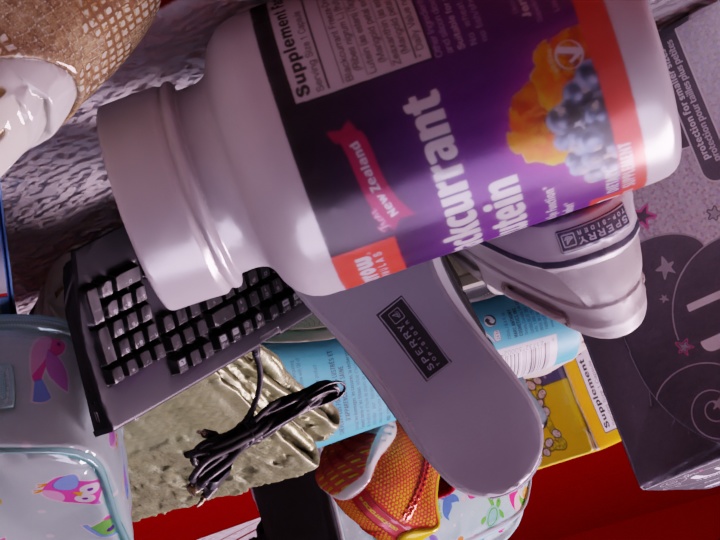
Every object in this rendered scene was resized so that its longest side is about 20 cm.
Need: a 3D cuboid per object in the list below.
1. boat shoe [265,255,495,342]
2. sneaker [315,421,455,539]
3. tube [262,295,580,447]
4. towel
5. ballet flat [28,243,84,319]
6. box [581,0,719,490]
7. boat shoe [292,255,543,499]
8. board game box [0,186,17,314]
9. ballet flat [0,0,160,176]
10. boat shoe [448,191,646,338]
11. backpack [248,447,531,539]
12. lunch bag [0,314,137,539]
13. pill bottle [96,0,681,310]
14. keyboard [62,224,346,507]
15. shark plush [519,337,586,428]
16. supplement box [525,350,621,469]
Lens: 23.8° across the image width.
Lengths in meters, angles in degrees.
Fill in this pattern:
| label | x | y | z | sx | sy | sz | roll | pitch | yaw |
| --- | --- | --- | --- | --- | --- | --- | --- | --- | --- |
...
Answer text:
| label | x | y | z | sx | sy | sz | roll | pitch | yaw |
| --- | --- | --- | --- | --- | --- | --- | --- | --- | --- |
| boat shoe | 0.000 | 0.000 | 0.878 | 0.199 | 0.072 | 0.068 | -11 | 170 | 0 |
| sneaker | 0.025 | 0.093 | 0.994 | 0.073 | 0.077 | 0.200 | -35 | -164 | 28 |
| tube | 0.017 | 0.051 | 0.900 | 0.199 | 0.078 | 0.050 | -16 | -159 | -16 |
| towel | -0.125 | 0.074 | 0.829 | 0.200 | 0.037 | 0.148 | -20 | 137 | 22 |
| ballet flat | -0.105 | 0.006 | 0.826 | 0.200 | 0.073 | 0.073 | -19 | 166 | 23 |
| box | 0.173 | -0.009 | 0.823 | 0.132 | 0.201 | 0.115 | -26 | 164 | 24 |
| boat shoe | 0.010 | 0.009 | 0.735 | 0.069 | 0.200 | 0.057 | -31 | -177 | -2 |
| board game box | -0.219 | -0.007 | 0.686 | 0.151 | 0.037 | 0.200 | -14 | 165 | -14 |
| ballet flat | -0.156 | -0.046 | 0.565 | 0.199 | 0.065 | 0.071 | -19 | 154 | -5 |
| boat shoe | 0.069 | -0.021 | 0.747 | 0.072 | 0.066 | 0.200 | -26 | -159 | -15 |
| backpack | 0.029 | 0.126 | 1.165 | 0.150 | 0.178 | 0.200 | -22 | 169 | 37 |
| lunch bag | -0.194 | 0.081 | 0.727 | 0.199 | 0.077 | 0.161 | -6 | 147 | -3 |
| pill bottle | 0.009 | -0.056 | 0.639 | 0.199 | 0.112 | 0.111 | -19 | 164 | 3 |
| keyboard | -0.044 | 0.021 | 0.735 | 0.021 | 0.127 | 0.200 | 4 | -158 | 38 |
| shark plush | 0.046 | 0.009 | 0.964 | 0.200 | 0.091 | 0.083 | 25 | 115 | -15 |
| supplement box | 0.157 | 0.055 | 1.125 | 0.200 | 0.109 | 0.109 | -15 | 172 | -44 |
